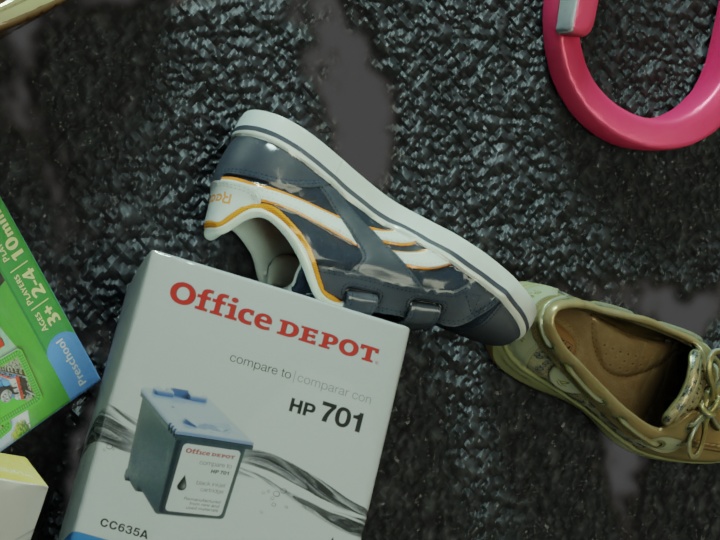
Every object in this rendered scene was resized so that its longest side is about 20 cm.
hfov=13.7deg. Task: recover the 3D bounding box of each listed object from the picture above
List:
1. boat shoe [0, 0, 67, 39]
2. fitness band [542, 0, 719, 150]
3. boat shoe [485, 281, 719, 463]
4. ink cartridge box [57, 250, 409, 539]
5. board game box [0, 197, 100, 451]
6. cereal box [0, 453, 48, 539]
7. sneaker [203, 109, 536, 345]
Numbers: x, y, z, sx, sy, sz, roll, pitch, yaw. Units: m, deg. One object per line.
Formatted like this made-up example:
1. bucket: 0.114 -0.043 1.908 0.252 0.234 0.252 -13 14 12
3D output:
1. boat shoe: -0.164 -0.170 1.522 0.200 0.072 0.072 -36 99 -34
2. fitness band: 0.176 -0.170 1.751 0.143 0.037 0.201 17 83 -33
3. boat shoe: 0.162 0.064 1.729 0.199 0.063 0.074 21 79 -30
4. ink cartridge box: -0.071 0.110 1.533 0.145 0.086 0.201 16 71 -7
5. board game box: -0.246 0.046 1.497 0.200 0.037 0.152 -36 109 -25
6. cereal box: -0.249 0.175 1.459 0.143 0.040 0.201 11 107 -30
7. sneaker: 0.000 0.000 1.623 0.199 0.078 0.080 33 70 -16
